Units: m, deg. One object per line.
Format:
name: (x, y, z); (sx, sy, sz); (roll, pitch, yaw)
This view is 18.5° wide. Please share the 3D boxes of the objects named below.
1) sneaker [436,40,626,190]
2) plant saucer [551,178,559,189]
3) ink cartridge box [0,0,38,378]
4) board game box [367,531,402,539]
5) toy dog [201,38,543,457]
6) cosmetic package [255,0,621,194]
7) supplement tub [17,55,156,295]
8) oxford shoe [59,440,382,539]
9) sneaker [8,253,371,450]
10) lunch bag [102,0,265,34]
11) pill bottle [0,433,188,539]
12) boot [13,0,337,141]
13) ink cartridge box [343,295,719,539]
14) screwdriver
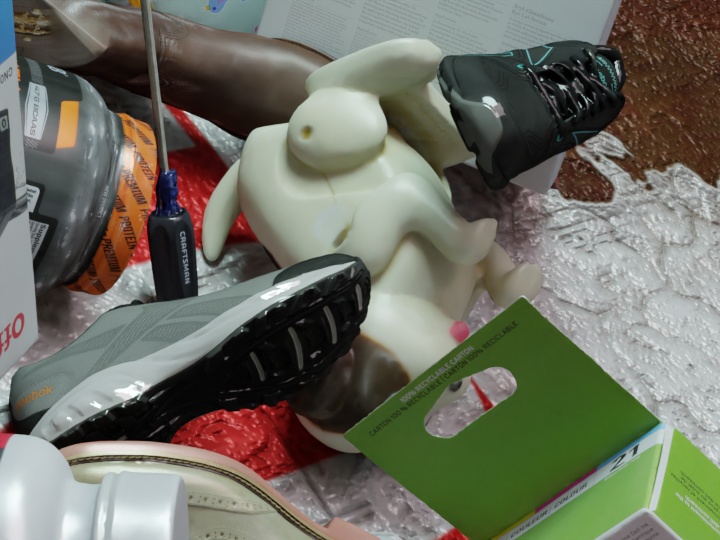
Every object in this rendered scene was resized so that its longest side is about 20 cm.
sneaker: (0.095, -0.096, 1.186); (0.076, 0.079, 0.200); (65, 16, -4)
plant saucer: (0.073, -0.159, 1.432); (0.200, 0.037, 0.200); (-84, 150, -73)
ink cartridge box: (-0.216, -0.027, 0.983); (0.083, 0.201, 0.145); (9, 30, 17)
board game box: (-0.033, 0.214, 1.061); (0.199, 0.026, 0.201); (6, 47, -34)
toy dog: (0.000, 0.000, 1.213); (0.140, 0.193, 0.201); (57, 23, -62)
cosmetic package: (0.046, -0.153, 1.309); (0.199, 0.151, 0.052); (22, 28, 7)
supplement tub: (-0.213, -0.059, 1.133); (0.199, 0.123, 0.123); (16, 41, -25)
oxford shoe: (-0.062, 0.140, 1.039); (0.199, 0.071, 0.074); (22, 42, -17)
sneaker: (-0.087, 0.037, 1.113); (0.199, 0.074, 0.079); (-25, 50, -10)
lunch bag: (-0.085, -0.213, 1.376); (0.199, 0.161, 0.077); (18, 17, -21)
pill bottle: (-0.173, 0.126, 0.907); (0.199, 0.120, 0.120); (1, 42, 0)
boot: (-0.111, -0.118, 1.231); (0.185, 0.065, 0.200); (12, 1, 18)
ink cartridge box: (0.099, 0.133, 1.120); (0.200, 0.148, 0.076); (41, 35, -14)
screwdriver: (-0.103, -0.069, 1.189); (0.029, 0.201, 0.028); (-3, 23, -9)
